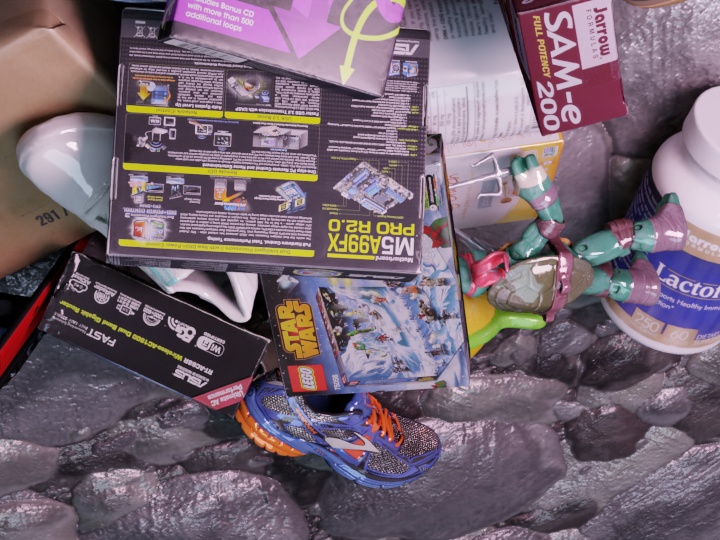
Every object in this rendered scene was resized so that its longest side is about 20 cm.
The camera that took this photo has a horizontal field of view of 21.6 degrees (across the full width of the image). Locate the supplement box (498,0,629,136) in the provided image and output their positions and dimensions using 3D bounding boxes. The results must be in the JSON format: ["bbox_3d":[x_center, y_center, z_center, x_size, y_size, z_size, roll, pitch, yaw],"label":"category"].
[{"bbox_3d":[0.113,-0.194,1.190,0.061,0.200,0.109,-15,138,3],"label":"supplement box"}]

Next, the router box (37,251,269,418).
[{"bbox_3d":[-0.146,0.046,1.378,0.150,0.200,0.062,26,87,-2],"label":"router box"}]

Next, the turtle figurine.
[{"bbox_3d":[0.132,-0.012,1.382,0.200,0.101,0.150,0,155,-18],"label":"turtle figurine"}]

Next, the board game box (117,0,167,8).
[{"bbox_3d":[-0.103,-0.231,1.188,0.200,0.034,0.136,6,112,-19],"label":"board game box"}]

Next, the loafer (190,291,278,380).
[{"bbox_3d":[-0.074,0.059,1.524,0.200,0.071,0.073,-11,139,-1],"label":"loafer"}]

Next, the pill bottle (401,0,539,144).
[{"bbox_3d":[0.051,-0.143,1.299,0.200,0.113,0.113,-8,138,-5],"label":"pill bottle"}]

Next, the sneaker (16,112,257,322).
[{"bbox_3d":[-0.138,-0.030,1.245,0.075,0.089,0.200,-37,132,28],"label":"sneaker"}]

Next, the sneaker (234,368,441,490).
[{"bbox_3d":[-0.009,0.130,1.620,0.200,0.075,0.078,18,127,-31],"label":"sneaker"}]

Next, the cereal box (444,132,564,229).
[{"bbox_3d":[0.044,-0.067,1.405,0.200,0.040,0.144,-9,160,-4],"label":"cereal box"}]

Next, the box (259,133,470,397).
[{"bbox_3d":[0.000,0.000,1.315,0.137,0.040,0.200,-4,128,7],"label":"box"}]

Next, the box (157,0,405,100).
[{"bbox_3d":[-0.032,-0.218,1.153,0.143,0.200,0.036,13,176,-21],"label":"box"}]

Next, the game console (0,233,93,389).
[{"bbox_3d":[-0.292,0.042,1.343,0.172,0.200,0.119,9,127,15],"label":"game console"}]

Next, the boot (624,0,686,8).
[{"bbox_3d":[0.274,-0.221,1.303,0.200,0.074,0.075,-23,147,9],"label":"boot"}]

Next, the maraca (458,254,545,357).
[{"bbox_3d":[0.052,0.028,1.463,0.200,0.137,0.107,-9,122,-30],"label":"maraca"}]

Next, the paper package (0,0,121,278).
[{"bbox_3d":[-0.242,-0.102,1.283,0.200,0.104,0.191,-27,138,15],"label":"paper package"}]

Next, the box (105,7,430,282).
[{"bbox_3d":[-0.058,-0.079,1.201,0.200,0.161,0.044,3,173,-6],"label":"box"}]

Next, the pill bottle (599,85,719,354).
[{"bbox_3d":[0.267,-0.039,1.464,0.116,0.116,0.200,3,136,-16],"label":"pill bottle"}]
